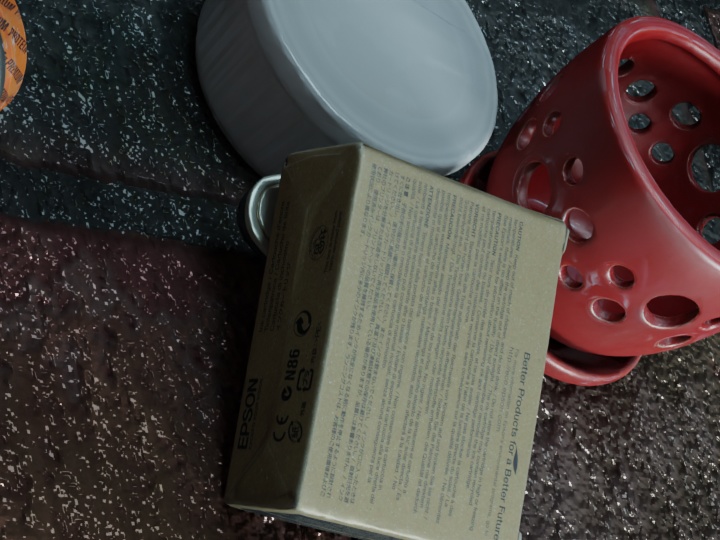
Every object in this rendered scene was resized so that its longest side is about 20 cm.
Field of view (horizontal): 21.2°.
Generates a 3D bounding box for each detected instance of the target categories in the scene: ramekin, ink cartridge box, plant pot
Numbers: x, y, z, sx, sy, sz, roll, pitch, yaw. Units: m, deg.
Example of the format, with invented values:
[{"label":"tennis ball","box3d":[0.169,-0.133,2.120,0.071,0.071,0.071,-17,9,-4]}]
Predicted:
[{"label":"ramekin","box3d":[-0.014,-0.130,1.206,0.201,0.094,0.204,26,46,-31]},{"label":"ink cartridge box","box3d":[0.022,0.049,1.070,0.164,0.075,0.202,20,74,-38]},{"label":"plant pot","box3d":[0.169,-0.037,1.260,0.199,0.182,0.202,27,46,-32]}]

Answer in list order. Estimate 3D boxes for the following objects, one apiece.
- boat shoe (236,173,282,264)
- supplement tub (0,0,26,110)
[{"label":"boat shoe","box3d":[0.000,0.000,1.143,0.199,0.062,0.076,21,73,-35]},{"label":"supplement tub","box3d":[-0.252,-0.083,0.895,0.123,0.122,0.200,53,37,-2]}]
